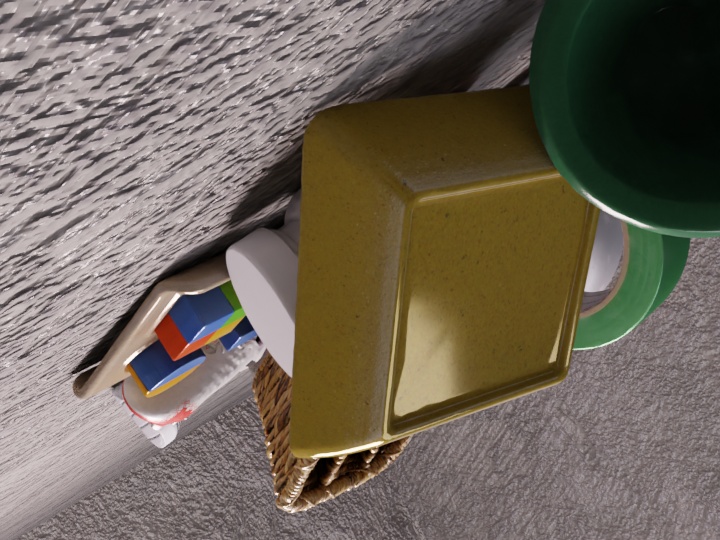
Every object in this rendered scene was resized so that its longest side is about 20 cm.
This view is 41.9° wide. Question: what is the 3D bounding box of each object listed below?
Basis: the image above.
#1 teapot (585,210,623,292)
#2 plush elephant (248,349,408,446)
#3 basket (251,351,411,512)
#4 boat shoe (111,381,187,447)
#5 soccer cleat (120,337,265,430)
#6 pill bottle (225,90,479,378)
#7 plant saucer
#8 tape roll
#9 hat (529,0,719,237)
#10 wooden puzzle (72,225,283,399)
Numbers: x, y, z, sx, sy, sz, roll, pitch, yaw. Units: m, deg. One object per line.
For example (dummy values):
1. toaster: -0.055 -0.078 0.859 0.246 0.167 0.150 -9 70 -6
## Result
1. teapot: 0.181 -0.054 0.923 0.199 0.199 0.146 -3 -160 43
2. plush elephant: -0.052 0.107 1.000 0.154 0.202 0.164 -16 -160 -26
3. basket: 0.019 0.084 0.740 0.142 0.149 0.201 17 118 -26
4. boat shoe: -0.198 0.123 0.929 0.071 0.072 0.200 -40 -172 -16
5. soccer cleat: -0.134 0.072 0.823 0.085 0.069 0.200 -48 171 25
6. pill bottle: 0.025 -0.020 0.586 0.199 0.116 0.116 -32 175 -21
7. plant saucer: 0.060 0.006 0.517 0.198 0.202 0.048 -12 -150 -32
8. tape roll: 0.152 -0.040 0.729 0.048 0.202 0.200 -28 173 -39
9. hat: 0.186 -0.119 0.541 0.176 0.198 0.167 -80 -177 -73
10. wooden puzzle: -0.099 0.029 0.693 0.185 0.047 0.200 -29 174 -44
